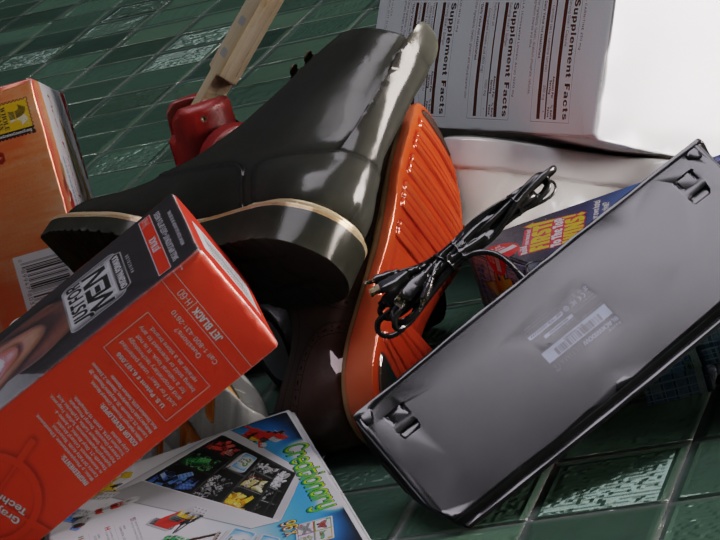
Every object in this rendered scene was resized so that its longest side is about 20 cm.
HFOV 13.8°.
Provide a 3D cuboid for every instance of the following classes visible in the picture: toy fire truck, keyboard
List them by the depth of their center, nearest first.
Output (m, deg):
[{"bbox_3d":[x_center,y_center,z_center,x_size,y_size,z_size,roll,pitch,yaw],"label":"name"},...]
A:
[{"bbox_3d":[0.081,0.015,1.297,0.200,0.021,0.127,-38,59,-6],"label":"keyboard"},{"bbox_3d":[-0.040,-0.061,1.548,0.128,0.201,0.176,-23,17,-25],"label":"toy fire truck"}]

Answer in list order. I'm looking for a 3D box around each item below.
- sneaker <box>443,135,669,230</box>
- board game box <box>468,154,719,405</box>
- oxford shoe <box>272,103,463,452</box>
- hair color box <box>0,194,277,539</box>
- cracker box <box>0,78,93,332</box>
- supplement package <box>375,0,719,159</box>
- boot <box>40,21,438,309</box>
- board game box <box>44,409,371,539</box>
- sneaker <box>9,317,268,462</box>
[{"bbox_3d":[0.133,-0.015,1.505,0.198,0.085,0.073,6,-6,7],"label":"sneaker"},{"bbox_3d":[0.146,0.007,1.390,0.199,0.062,0.200,-15,19,13],"label":"board game box"},{"bbox_3d":[0.000,0.000,1.428,0.072,0.071,0.201,-11,43,28],"label":"oxford shoe"},{"bbox_3d":[-0.137,0.061,1.322,0.200,0.061,0.102,-40,18,2],"label":"hair color box"},{"bbox_3d":[-0.176,-0.029,1.616,0.057,0.135,0.200,-16,2,-1],"label":"cracker box"},{"bbox_3d":[0.142,-0.131,1.588,0.190,0.148,0.199,9,-1,-36],"label":"supplement package"},{"bbox_3d":[-0.054,-0.051,1.444,0.199,0.077,0.139,2,57,40],"label":"boot"},{"bbox_3d":[-0.067,0.119,1.261,0.125,0.035,0.200,-18,16,-6],"label":"board game box"},{"bbox_3d":[-0.097,0.056,1.448,0.077,0.079,0.200,-2,12,-36],"label":"sneaker"}]
